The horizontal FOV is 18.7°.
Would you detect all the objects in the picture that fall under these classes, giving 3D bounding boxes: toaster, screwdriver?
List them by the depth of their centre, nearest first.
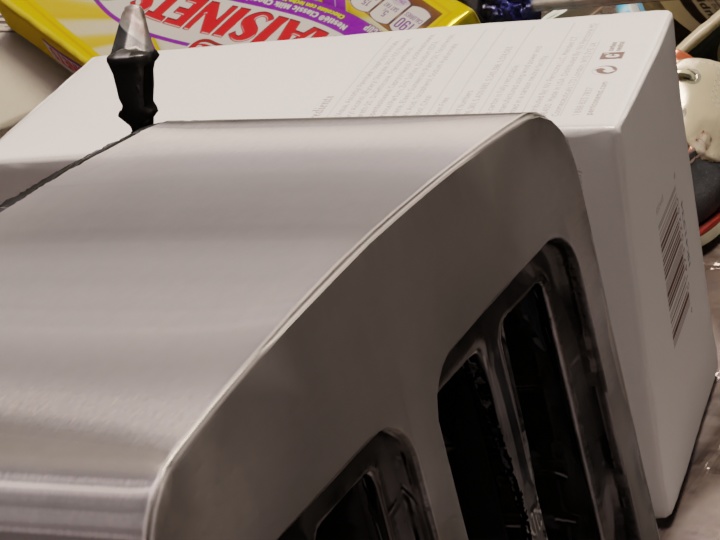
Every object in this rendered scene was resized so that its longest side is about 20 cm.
[{"bbox_3d":[-0.027,0.066,0.451,0.118,0.201,0.181,-2,24,31],"label":"toaster"},{"bbox_3d":[0.066,-0.091,0.744,0.029,0.028,0.200,-7,7,-24],"label":"screwdriver"}]

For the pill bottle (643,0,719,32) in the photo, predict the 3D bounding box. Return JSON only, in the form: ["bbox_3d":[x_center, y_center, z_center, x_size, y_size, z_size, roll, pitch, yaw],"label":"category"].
[{"bbox_3d":[0.189,-0.156,0.945,0.111,0.112,0.199,-28,18,-34],"label":"pill bottle"}]

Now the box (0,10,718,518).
[{"bbox_3d":[0.000,0.000,0.678,0.198,0.125,0.098,-2,25,19],"label":"box"}]

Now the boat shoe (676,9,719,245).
[{"bbox_3d":[0.124,-0.058,0.830,0.071,0.063,0.199,15,36,42],"label":"boat shoe"}]

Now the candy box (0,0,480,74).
[{"bbox_3d":[-0.051,-0.094,0.817,0.102,0.026,0.200,-45,47,-10],"label":"candy box"}]

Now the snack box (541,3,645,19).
[{"bbox_3d":[0.016,-0.046,0.810,0.199,0.037,0.116,-27,21,12],"label":"snack box"}]

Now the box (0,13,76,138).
[{"bbox_3d":[-0.095,-0.079,0.891,0.199,0.069,0.083,-22,47,6],"label":"box"}]
